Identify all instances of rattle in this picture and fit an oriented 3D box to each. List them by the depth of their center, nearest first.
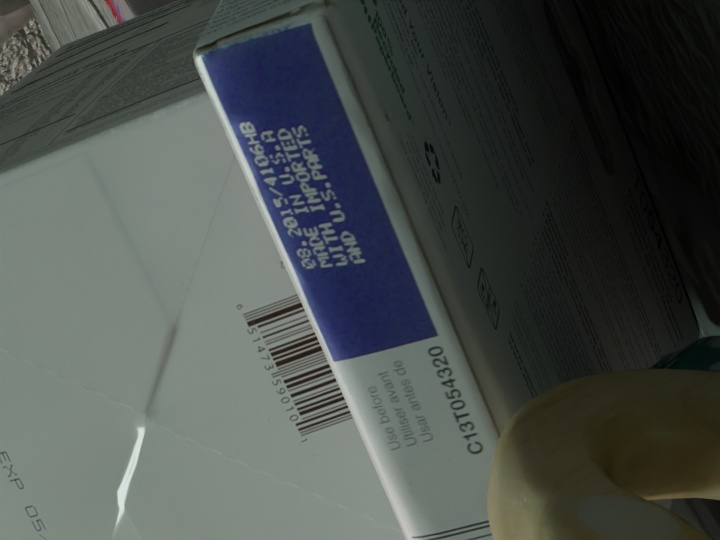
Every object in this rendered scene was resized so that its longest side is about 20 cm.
[{"bbox_3d":[0.098,0.006,0.608,0.200,0.130,0.143,-48,-46,-65],"label":"rattle"}]

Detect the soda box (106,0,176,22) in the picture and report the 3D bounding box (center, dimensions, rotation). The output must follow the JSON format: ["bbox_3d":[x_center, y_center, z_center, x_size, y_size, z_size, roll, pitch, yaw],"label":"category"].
[{"bbox_3d":[-0.060,-0.103,1.215,0.200,0.070,0.063,59,171,26],"label":"soda box"}]

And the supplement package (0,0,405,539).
[{"bbox_3d":[-0.030,0.003,0.824,0.152,0.150,0.200,64,-157,-13],"label":"supplement package"}]

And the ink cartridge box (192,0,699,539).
[{"bbox_3d":[0.031,-0.014,0.717,0.200,0.043,0.197,-69,-41,-62],"label":"ink cartridge box"}]

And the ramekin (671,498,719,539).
[{"bbox_3d":[0.052,0.142,0.910,0.200,0.200,0.105,71,178,-50],"label":"ramekin"}]
